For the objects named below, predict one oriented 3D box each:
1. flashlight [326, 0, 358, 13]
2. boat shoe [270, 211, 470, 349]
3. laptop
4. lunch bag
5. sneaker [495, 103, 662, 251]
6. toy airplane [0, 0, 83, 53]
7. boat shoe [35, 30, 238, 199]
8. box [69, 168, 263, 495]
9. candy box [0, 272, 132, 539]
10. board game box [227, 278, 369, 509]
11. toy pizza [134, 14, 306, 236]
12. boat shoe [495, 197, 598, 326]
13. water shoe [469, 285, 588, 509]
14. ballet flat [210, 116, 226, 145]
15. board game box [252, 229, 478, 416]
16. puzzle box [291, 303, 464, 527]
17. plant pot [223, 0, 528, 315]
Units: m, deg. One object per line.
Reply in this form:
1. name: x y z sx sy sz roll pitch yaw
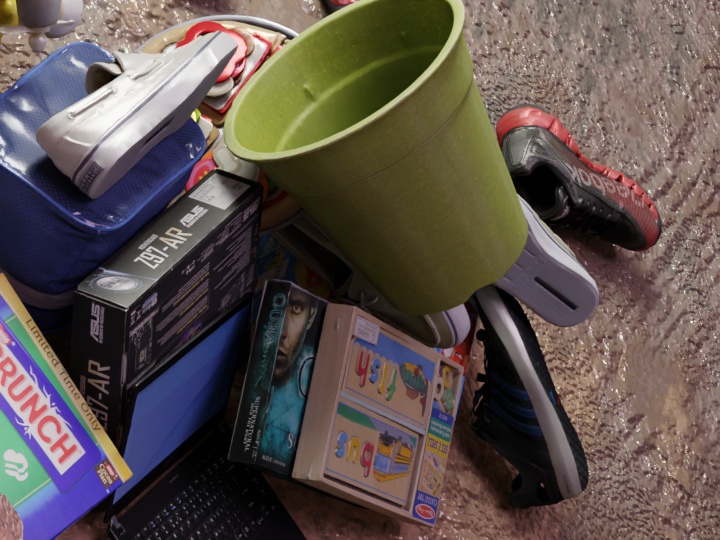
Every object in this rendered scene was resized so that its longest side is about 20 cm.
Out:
1. flashlight: -0.017 -0.260 2.028 0.068 0.068 0.201 -15 78 -56
2. boat shoe: 0.000 0.000 1.793 0.200 0.072 0.062 42 58 -9
3. laptop: -0.094 0.149 1.630 0.201 0.103 0.177 56 34 -4
4. lunch bag: -0.212 -0.058 1.627 0.136 0.133 0.200 38 37 5
5. sneaker: 0.203 -0.067 2.138 0.200 0.071 0.098 36 42 -23
6. toy airplane: -0.259 -0.219 1.627 0.140 0.199 0.201 22 48 -24
7. boat shoe: -0.156 -0.124 1.579 0.070 0.071 0.200 40 44 2
8. box: -0.138 0.041 1.627 0.043 0.161 0.200 19 35 18
9. candy box: -0.267 0.121 1.487 0.170 0.077 0.200 56 37 -3
10. board game box: -0.026 0.096 1.708 0.200 0.028 0.136 28 70 -58
11. toy pizza: -0.106 -0.116 1.762 0.199 0.032 0.201 0 64 1
12. boat shoe: 0.116 -0.025 1.850 0.200 0.072 0.062 42 13 -33
13. water shoe: 0.122 0.109 1.896 0.072 0.078 0.201 -60 128 -73
14. ballet flat: -0.061 -0.133 1.827 0.064 0.199 0.076 78 -11 -50
15. board game box: 0.009 0.008 1.885 0.200 0.056 0.197 39 41 -23
16. puzzle box: 0.017 0.114 1.731 0.200 0.025 0.134 29 70 -59
17. plant pot: 0.030 -0.074 1.684 0.190 0.199 0.201 58 35 -28
